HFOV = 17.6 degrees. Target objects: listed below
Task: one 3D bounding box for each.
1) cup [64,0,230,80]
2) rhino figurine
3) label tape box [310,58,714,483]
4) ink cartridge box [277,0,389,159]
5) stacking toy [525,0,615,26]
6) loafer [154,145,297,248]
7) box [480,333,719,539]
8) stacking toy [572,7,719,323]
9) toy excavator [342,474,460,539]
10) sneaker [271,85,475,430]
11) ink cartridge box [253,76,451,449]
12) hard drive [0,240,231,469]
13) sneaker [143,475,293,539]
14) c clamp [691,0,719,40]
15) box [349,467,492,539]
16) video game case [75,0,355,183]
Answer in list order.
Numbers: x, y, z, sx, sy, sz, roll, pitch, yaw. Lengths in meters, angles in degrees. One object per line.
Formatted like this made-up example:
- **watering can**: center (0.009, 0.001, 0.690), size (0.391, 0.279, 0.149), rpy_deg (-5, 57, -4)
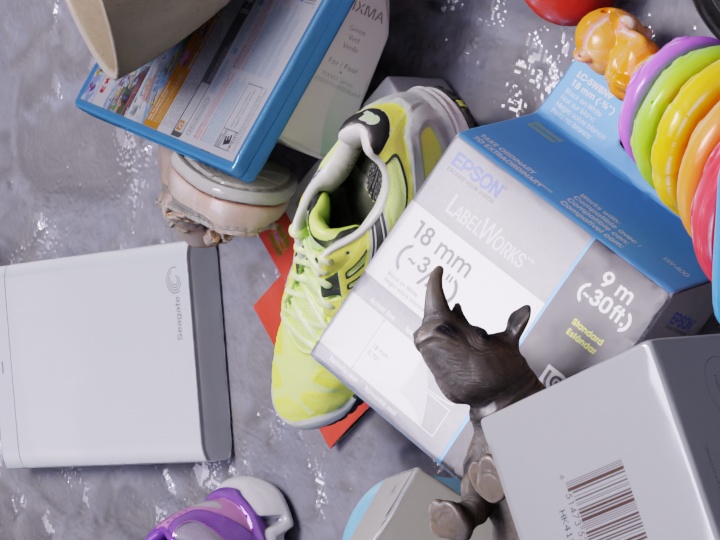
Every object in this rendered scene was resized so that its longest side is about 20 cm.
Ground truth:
- **cup**: center (-0.100, -0.217, 1.192), size (0.200, 0.143, 0.201), rpy_deg (157, 90, -80)
- **rhino figurine**: center (0.071, 0.091, 1.035), size (0.060, 0.087, 0.201), rpy_deg (-25, 87, 39)
- **label tape box**: center (0.089, 0.003, 1.123), size (0.144, 0.063, 0.201), rpy_deg (38, 99, 28)
- **ink cartridge box**: center (-0.031, -0.173, 1.288), size (0.161, 0.050, 0.201), rpy_deg (25, 91, 56)
- **stacking toy**: center (0.143, -0.186, 1.108), size (0.200, 0.085, 0.086), rpy_deg (-39, 65, 43)
- **loafer**: center (-0.081, -0.040, 1.298), size (0.200, 0.071, 0.063), rpy_deg (-128, 50, -71)
- **box**: center (0.163, 0.099, 1.009), size (0.097, 0.199, 0.125), rpy_deg (-28, 72, 38)
- **stacking toy**: center (0.160, -0.069, 1.074), size (0.200, 0.116, 0.110), rpy_deg (45, 148, 45)
- **toy excavator**: center (0.062, 0.131, 1.197), size (0.194, 0.100, 0.201), rpy_deg (9, 90, 43)
- **sneaker**: center (-0.012, -0.007, 1.197), size (0.075, 0.076, 0.201), rpy_deg (38, 118, 35)
- **ink cartridge box**: center (0.000, 0.000, 1.273), size (0.200, 0.050, 0.109), rpy_deg (-48, 60, 34)
- **hard drive**: center (-0.160, 0.055, 1.451), size (0.199, 0.027, 0.133), rpy_deg (-7, 88, 44)
- **sneaker**: center (-0.080, 0.222, 1.337), size (0.080, 0.088, 0.201), rpy_deg (-17, 81, 42)
- **c clamp**: center (0.211, -0.143, 1.013), size (0.199, 0.171, 0.027), rpy_deg (5, 51, 48)
- **box**: center (0.082, 0.180, 1.097), size (0.082, 0.199, 0.068), rpy_deg (-57, 5, -13)
- **video game case**: center (-0.075, -0.131, 1.254), size (0.200, 0.018, 0.144), rpy_deg (24, 85, 56)
